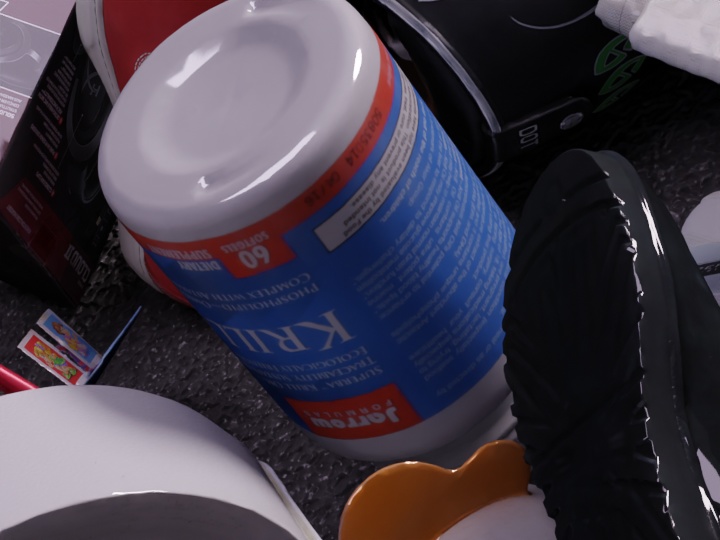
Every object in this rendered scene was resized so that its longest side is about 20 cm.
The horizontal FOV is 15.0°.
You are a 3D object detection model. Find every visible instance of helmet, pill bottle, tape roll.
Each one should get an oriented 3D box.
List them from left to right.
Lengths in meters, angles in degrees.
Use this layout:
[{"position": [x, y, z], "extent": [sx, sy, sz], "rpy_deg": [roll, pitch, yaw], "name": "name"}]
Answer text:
[{"position": [-0.105, 0.141, 0.950], "extent": [0.202, 0.203, 0.071], "rpy_deg": [-39, 39, -1], "name": "tape roll"}, {"position": [0.000, 0.000, 1.001], "extent": [0.112, 0.200, 0.112], "rpy_deg": [-21, 42, 21], "name": "pill bottle"}, {"position": [0.051, -0.155, 1.117], "extent": [0.200, 0.200, 0.191], "rpy_deg": [21, 65, 46], "name": "helmet"}]

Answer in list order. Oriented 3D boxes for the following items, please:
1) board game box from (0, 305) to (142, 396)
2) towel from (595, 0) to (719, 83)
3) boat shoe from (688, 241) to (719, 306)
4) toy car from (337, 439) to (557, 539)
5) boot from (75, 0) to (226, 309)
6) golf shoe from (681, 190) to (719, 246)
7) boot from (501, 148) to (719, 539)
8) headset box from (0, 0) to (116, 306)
[{"position": [-0.155, 0.085, 1.072], "extent": [0.158, 0.039, 0.200], "rpy_deg": [-55, 2, 20], "name": "board game box"}, {"position": [0.193, -0.144, 0.976], "extent": [0.200, 0.035, 0.193], "rpy_deg": [25, 90, 34], "name": "towel"}, {"position": [0.143, 0.029, 0.898], "extent": [0.199, 0.068, 0.074], "rpy_deg": [-9, 19, 39], "name": "boat shoe"}, {"position": [0.066, 0.112, 0.846], "extent": [0.177, 0.200, 0.184], "rpy_deg": [-46, 41, -9], "name": "toy car"}, {"position": [-0.048, -0.060, 1.110], "extent": [0.072, 0.201, 0.144], "rpy_deg": [-23, 33, -27], "name": "boot"}, {"position": [0.188, -0.009, 0.953], "extent": [0.200, 0.092, 0.073], "rpy_deg": [13, 62, 45], "name": "golf shoe"}, {"position": [0.136, 0.060, 0.799], "extent": [0.073, 0.162, 0.199], "rpy_deg": [-53, 40, 45], "name": "boot"}, {"position": [-0.142, -0.087, 1.199], "extent": [0.077, 0.149, 0.201], "rpy_deg": [20, 77, 16], "name": "headset box"}]
